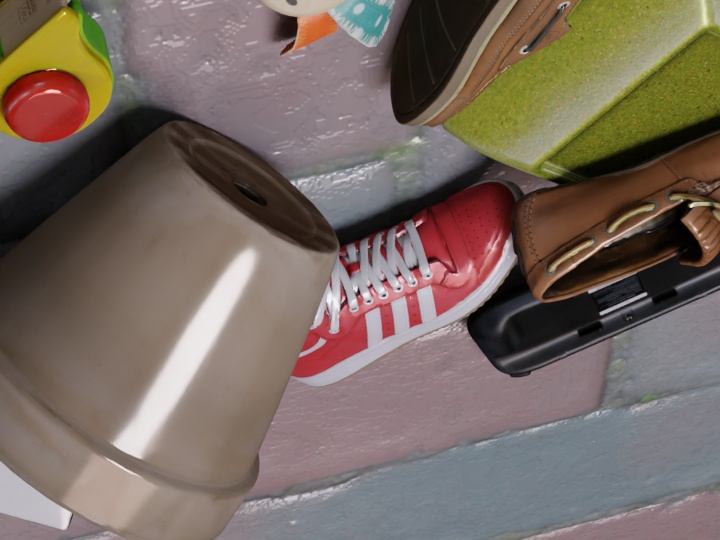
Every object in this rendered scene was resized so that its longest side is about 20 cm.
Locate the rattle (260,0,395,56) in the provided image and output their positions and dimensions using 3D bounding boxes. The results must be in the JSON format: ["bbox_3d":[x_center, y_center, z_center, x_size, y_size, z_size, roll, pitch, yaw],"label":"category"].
[{"bbox_3d":[-0.006,-0.137,0.849,0.130,0.143,0.200,-11,140,-24],"label":"rattle"}]

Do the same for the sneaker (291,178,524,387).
[{"bbox_3d":[0.000,0.000,1.086,0.200,0.071,0.112,-36,144,26],"label":"sneaker"}]

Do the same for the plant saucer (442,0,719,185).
[{"bbox_3d":[0.184,-0.096,1.045,0.199,0.048,0.200,17,136,-39],"label":"plant saucer"}]

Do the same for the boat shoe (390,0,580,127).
[{"bbox_3d":[0.079,-0.136,0.927,0.068,0.072,0.200,4,150,-24],"label":"boat shoe"}]

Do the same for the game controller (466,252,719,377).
[{"bbox_3d":[0.168,0.011,1.196,0.200,0.042,0.104,-25,146,7],"label":"game controller"}]

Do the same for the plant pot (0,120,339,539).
[{"bbox_3d":[-0.106,0.022,0.989,0.200,0.200,0.174,24,112,-43],"label":"plant pot"}]

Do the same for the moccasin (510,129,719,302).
[{"bbox_3d":[0.187,-0.031,1.026,0.201,0.078,0.074,-14,147,-3],"label":"moccasin"}]

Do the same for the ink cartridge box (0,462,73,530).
[{"bbox_3d":[-0.247,0.080,1.000,0.200,0.099,0.039,19,109,-8],"label":"ink cartridge box"}]

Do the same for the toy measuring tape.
[{"bbox_3d":[-0.129,-0.119,0.877,0.200,0.074,0.074,-36,140,23],"label":"toy measuring tape"}]
